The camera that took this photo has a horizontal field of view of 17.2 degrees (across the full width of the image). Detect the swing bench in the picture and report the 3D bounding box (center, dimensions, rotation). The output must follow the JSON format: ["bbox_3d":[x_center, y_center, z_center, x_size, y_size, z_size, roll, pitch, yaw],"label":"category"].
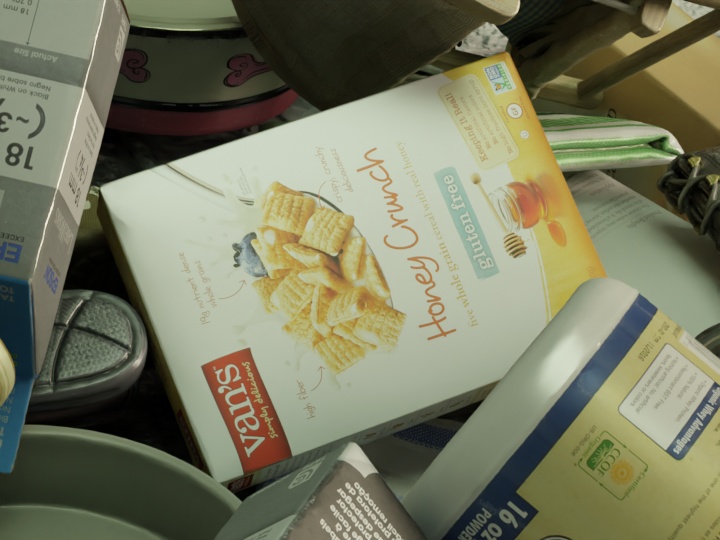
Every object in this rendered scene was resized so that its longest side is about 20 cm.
[{"bbox_3d":[0.057,-0.151,1.134,0.200,0.199,0.130,-7,83,-21],"label":"swing bench"}]

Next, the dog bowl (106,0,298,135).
[{"bbox_3d":[-0.109,-0.142,1.285,0.200,0.074,0.200,6,31,-4],"label":"dog bowl"}]

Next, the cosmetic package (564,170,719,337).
[{"bbox_3d":[0.149,0.042,1.131,0.200,0.081,0.113,35,40,25],"label":"cosmetic package"}]

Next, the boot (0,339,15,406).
[{"bbox_3d":[-0.234,0.085,0.880,0.200,0.072,0.155,-13,29,24],"label":"boot"}]

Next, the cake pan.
[{"bbox_3d":[-0.128,0.134,0.921,0.200,0.037,0.200,6,33,-4],"label":"cake pan"}]

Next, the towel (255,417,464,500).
[{"bbox_3d":[0.021,0.126,1.015,0.147,0.024,0.200,15,35,2],"label":"towel"}]

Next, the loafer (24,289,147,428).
[{"bbox_3d":[-0.191,0.053,1.016,0.200,0.063,0.072,-5,56,-9],"label":"loafer"}]

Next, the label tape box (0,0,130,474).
[{"bbox_3d":[-0.187,-0.033,0.957,0.144,0.063,0.200,12,77,3],"label":"label tape box"}]

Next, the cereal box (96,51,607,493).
[{"bbox_3d":[0.000,0.000,1.050,0.200,0.040,0.144,-20,77,-15],"label":"cereal box"}]

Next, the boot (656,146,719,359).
[{"bbox_3d":[0.187,0.004,1.080,0.200,0.069,0.174,-1,35,-34],"label":"boot"}]

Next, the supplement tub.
[{"bbox_3d":[0.125,0.115,0.933,0.200,0.144,0.144,40,38,5],"label":"supplement tub"}]

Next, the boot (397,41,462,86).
[{"bbox_3d":[0.035,-0.199,1.356,0.073,0.154,0.204,7,29,-8],"label":"boot"}]

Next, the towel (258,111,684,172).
[{"bbox_3d":[0.051,-0.065,1.215,0.152,0.023,0.200,-7,9,-28],"label":"towel"}]

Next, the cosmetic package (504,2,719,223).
[{"bbox_3d":[0.162,-0.072,1.275,0.071,0.105,0.200,-14,42,-35],"label":"cosmetic package"}]

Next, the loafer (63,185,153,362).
[{"bbox_3d":[-0.129,-0.009,1.102,0.200,0.076,0.067,9,41,-8],"label":"loafer"}]

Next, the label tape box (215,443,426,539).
[{"bbox_3d":[-0.019,0.176,0.819,0.144,0.063,0.200,53,36,-10],"label":"label tape box"}]
